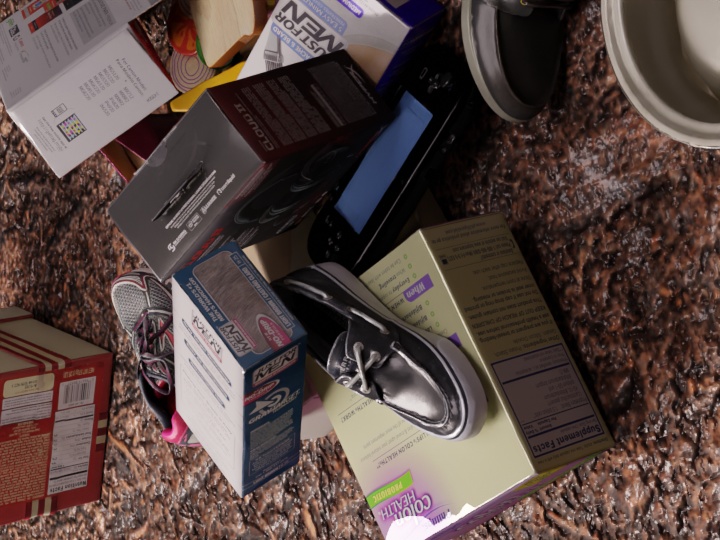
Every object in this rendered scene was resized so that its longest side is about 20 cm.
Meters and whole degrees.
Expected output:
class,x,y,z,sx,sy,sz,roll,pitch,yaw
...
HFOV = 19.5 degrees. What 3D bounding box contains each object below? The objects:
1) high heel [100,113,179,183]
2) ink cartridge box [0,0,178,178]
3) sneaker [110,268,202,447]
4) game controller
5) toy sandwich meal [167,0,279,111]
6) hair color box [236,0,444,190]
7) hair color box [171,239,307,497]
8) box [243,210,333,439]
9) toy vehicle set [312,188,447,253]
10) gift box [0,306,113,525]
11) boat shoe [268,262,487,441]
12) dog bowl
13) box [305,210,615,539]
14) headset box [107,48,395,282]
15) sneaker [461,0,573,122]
class,x,y,z,sx,sy,sz,roll,pitch,yaw
high heel,-0.182,-0.058,1.892,0.067,0.096,0.201,-49,58,40
ink cartridge box,-0.236,-0.197,1.878,0.175,0.084,0.200,-35,29,2
sneaker,-0.177,0.075,1.915,0.200,0.074,0.081,54,130,33
game controller,0.024,-0.081,1.640,0.201,0.042,0.104,-58,37,10
toy sandwich meal,-0.122,-0.221,1.826,0.204,0.070,0.207,6,97,49
hair color box,-0.029,-0.162,1.702,0.109,0.065,0.200,40,127,11
hair color box,-0.093,0.078,1.596,0.100,0.060,0.200,50,157,24
box,-0.067,0.033,1.735,0.095,0.077,0.201,-43,61,42
toy vehicle set,0.000,0.000,1.735,0.200,0.026,0.125,-49,57,40
gift box,-0.360,0.125,2.063,0.186,0.184,0.201,18,103,38
boat shoe,0.006,0.061,1.527,0.200,0.068,0.072,41,126,32
dog bowl,0.254,-0.180,1.384,0.199,0.073,0.202,4,96,49
box,0.066,0.087,1.590,0.176,0.096,0.201,-38,72,43
headset box,-0.088,-0.080,1.605,0.077,0.200,0.149,51,125,10
sneaker,0.134,-0.210,1.521,0.106,0.074,0.202,1,93,52
